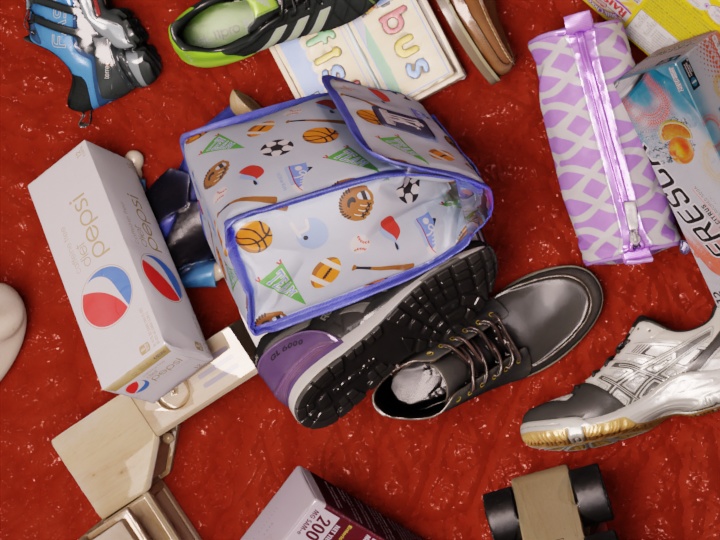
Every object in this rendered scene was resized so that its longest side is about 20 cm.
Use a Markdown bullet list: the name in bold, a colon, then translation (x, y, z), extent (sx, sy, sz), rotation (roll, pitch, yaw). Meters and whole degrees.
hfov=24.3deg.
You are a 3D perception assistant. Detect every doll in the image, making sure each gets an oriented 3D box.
- **doll**: translation (-0.143, -0.053, 1.361), extent (0.136, 0.048, 0.200), rotation (43, 100, 11)

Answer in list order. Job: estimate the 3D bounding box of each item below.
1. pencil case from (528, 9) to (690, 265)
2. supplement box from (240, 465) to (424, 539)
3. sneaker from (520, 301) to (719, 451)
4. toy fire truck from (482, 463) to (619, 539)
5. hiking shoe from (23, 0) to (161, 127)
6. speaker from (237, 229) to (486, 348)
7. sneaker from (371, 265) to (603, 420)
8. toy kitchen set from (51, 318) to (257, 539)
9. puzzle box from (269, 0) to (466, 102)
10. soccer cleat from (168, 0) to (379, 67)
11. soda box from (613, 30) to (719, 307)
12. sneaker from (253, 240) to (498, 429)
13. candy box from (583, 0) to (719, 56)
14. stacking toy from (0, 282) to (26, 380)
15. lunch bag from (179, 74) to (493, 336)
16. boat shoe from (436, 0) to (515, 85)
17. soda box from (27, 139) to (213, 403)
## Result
- **pencil case**: translation (0.189, -0.098, 1.301), extent (0.084, 0.085, 0.200), rotation (-16, 91, 12)
- **supplement box**: translation (0.001, 0.251, 1.317), extent (0.200, 0.061, 0.109), rotation (34, 98, -26)
- **sneaker**: translation (0.218, 0.084, 1.326), extent (0.200, 0.076, 0.088), rotation (-17, 76, 4)
- **toy fire truck**: translation (0.189, 0.270, 1.311), extent (0.128, 0.176, 0.200), rotation (-17, 134, 7)
- **hiking shoe**: translation (-0.245, -0.221, 1.347), extent (0.087, 0.074, 0.200), rotation (-31, 90, 7)
- **speaker**: translation (0.000, 0.000, 1.331), extent (0.200, 0.081, 0.081), rotation (-23, 91, 7)
- **sneaker**: translation (0.103, 0.065, 1.310), extent (0.200, 0.106, 0.075), rotation (-31, 90, 8)
- **toy kitchen set**: translation (-0.124, 0.175, 1.316), extent (0.180, 0.163, 0.200), rotation (-33, 90, 8)
- **puzzle box**: translation (-0.017, -0.213, 1.346), extent (0.133, 0.025, 0.200), rotation (-28, 90, 7)
- **soccer cleat**: translation (-0.055, -0.210, 1.297), extent (0.200, 0.081, 0.068), rotation (-25, 91, 8)
- **soda box**: translation (0.272, -0.075, 1.274), extent (0.064, 0.068, 0.200), rotation (-15, 106, 49)
- **sneaker**: translation (0.008, 0.026, 1.260), extent (0.200, 0.076, 0.088), rotation (-34, 51, -15)
- **candy box**: translation (0.244, -0.198, 1.283), extent (0.200, 0.102, 0.026), rotation (41, 64, 2)
- **stacking toy**: translation (-0.386, 0.023, 1.375), extent (0.200, 0.146, 0.146), rotation (39, 98, 22)
- **lunch bag**: translation (-0.018, -0.062, 1.253), extent (0.200, 0.170, 0.124), rotation (-17, 122, -8)
- **boat shoe**: translation (0.081, -0.246, 1.309), extent (0.068, 0.072, 0.200), rotation (-27, 91, 9)
- **soda box**: translation (-0.189, 0.000, 1.305), extent (0.068, 0.064, 0.200), rotation (-36, 61, 19)
